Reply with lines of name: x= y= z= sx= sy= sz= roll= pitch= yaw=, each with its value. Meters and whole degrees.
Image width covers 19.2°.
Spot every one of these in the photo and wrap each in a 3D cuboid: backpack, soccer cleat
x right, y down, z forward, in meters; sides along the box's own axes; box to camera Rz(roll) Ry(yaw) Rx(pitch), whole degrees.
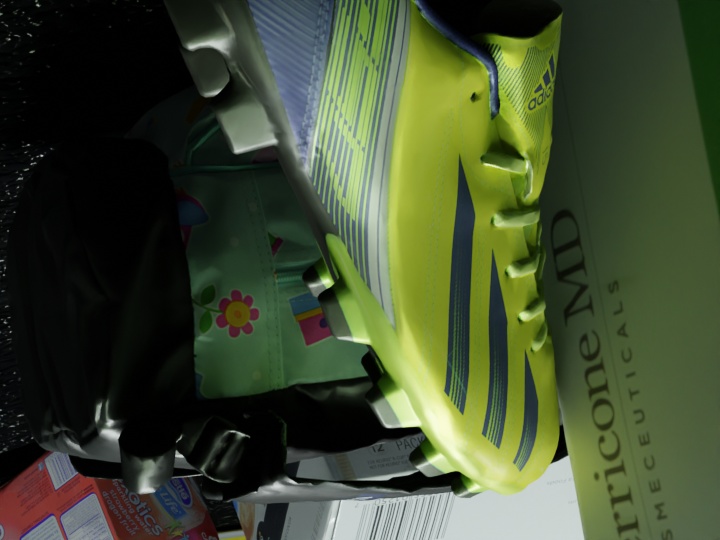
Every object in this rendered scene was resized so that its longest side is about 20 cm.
backpack: x=0.001 y=-0.002 z=0.644 sx=0.199 sy=0.127 sz=0.167 roll=-8 pitch=-175 yaw=-17
soccer cleat: x=0.020 y=-0.022 z=0.505 sx=0.084 sy=0.065 sz=0.200 roll=-28 pitch=128 yaw=-1

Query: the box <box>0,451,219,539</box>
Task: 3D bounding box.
box: x=-0.194 y=0.192 z=1.367 sx=0.200 sy=0.103 sz=0.095 roll=-38 pitch=156 yaw=30

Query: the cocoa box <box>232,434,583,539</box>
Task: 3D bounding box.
cocoa box: x=0.051 y=0.076 z=0.972 sx=0.199 sy=0.131 sz=0.134 roll=-7 pitch=137 yaw=-20

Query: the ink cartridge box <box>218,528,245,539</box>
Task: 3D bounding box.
ink cartridge box: x=-0.218 y=0.306 z=2.202 sx=0.200 sy=0.047 sz=0.197 roll=2 pitch=164 yaw=-45

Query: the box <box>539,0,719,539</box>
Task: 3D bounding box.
box: x=0.169 y=-0.017 z=0.553 sx=0.200 sy=0.200 sz=0.171 roll=-3 pitch=166 yaw=-32
